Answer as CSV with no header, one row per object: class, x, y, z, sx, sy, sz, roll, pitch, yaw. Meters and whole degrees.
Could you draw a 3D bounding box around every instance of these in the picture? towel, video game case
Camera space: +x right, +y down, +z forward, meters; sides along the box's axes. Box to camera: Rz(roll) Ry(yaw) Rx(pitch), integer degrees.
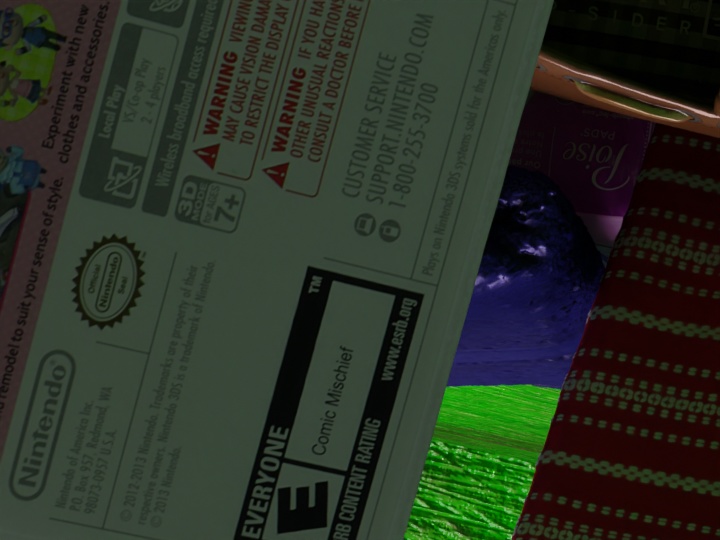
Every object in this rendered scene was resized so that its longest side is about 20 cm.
towel,0.000,0.000,0.765,0.147,0.050,0.200,-3,170,10
towel,0.128,0.009,0.675,0.144,0.201,0.023,9,151,24
video game case,-0.055,-0.049,0.455,0.181,0.201,0.022,13,-174,-20

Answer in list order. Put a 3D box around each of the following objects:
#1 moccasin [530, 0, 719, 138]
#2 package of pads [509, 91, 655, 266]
moccasin,0.102,-0.065,0.630,0.200,0.074,0.078,16,-177,21
package of pads,0.081,-0.034,0.865,0.120,0.076,0.200,7,172,23
